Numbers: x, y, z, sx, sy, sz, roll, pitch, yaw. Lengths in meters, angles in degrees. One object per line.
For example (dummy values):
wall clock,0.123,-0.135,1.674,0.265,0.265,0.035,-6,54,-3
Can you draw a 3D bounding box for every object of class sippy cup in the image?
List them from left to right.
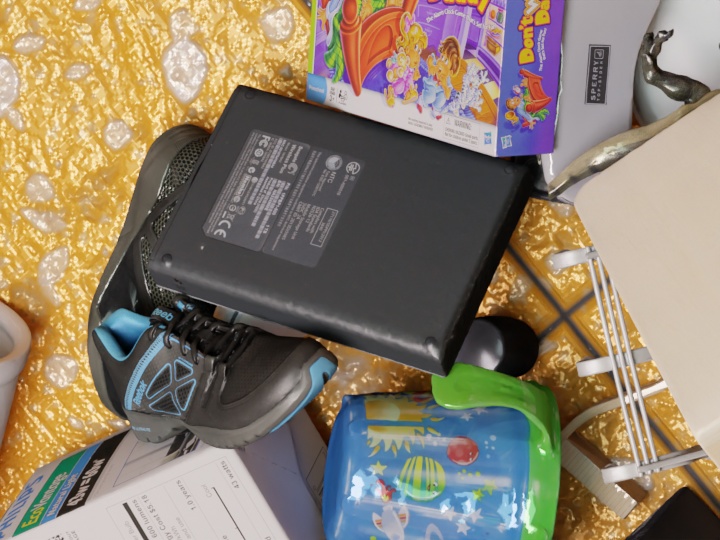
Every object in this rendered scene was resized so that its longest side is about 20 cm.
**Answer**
sippy cup,0.046,0.130,1.657,0.130,0.140,0.178,7,103,-9

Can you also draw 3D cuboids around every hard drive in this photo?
hard drive,-0.012,-0.027,1.633,0.199,0.033,0.140,17,67,21

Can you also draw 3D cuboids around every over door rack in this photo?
over door rack,0.226,0.037,1.624,0.199,0.067,0.148,-13,90,-1

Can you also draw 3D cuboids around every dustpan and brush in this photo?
dustpan and brush,0.201,-0.093,1.634,0.139,0.057,0.200,30,102,4

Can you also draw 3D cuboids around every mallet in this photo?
mallet,0.013,0.031,1.708,0.199,0.066,0.041,14,94,17

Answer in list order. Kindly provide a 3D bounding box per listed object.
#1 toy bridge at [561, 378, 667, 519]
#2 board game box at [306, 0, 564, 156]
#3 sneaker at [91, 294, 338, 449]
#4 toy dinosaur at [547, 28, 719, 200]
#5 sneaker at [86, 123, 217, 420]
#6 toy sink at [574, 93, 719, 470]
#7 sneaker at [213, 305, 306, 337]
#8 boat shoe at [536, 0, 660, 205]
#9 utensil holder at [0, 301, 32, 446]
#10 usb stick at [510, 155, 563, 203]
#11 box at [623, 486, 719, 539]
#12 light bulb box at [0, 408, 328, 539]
toy bridge,0.149,0.128,1.702,0.067,0.027,0.200,41,110,8
board game box,0.043,-0.153,1.615,0.200,0.045,0.135,20,111,53
sneaker,-0.095,0.059,1.627,0.200,0.073,0.082,-9,117,49
toy dinosaur,0.201,-0.097,1.538,0.199,0.047,0.088,-8,94,3
sneaker,-0.108,0.018,1.727,0.114,0.076,0.200,32,108,42
toy sink,0.223,0.017,1.483,0.130,0.112,0.200,-34,45,9
sneaker,0.000,0.000,1.667,0.200,0.073,0.071,-34,46,1
boat shoe,0.136,-0.139,1.587,0.068,0.057,0.201,8,99,-14
utensil holder,-0.322,0.118,1.788,0.169,0.170,0.201,20,108,14
usb stick,0.132,-0.141,1.653,0.055,0.033,0.201,11,104,9
box,0.149,0.257,1.637,0.117,0.197,0.200,47,111,6
light bulb box,-0.103,0.198,1.731,0.200,0.125,0.199,-24,105,21
